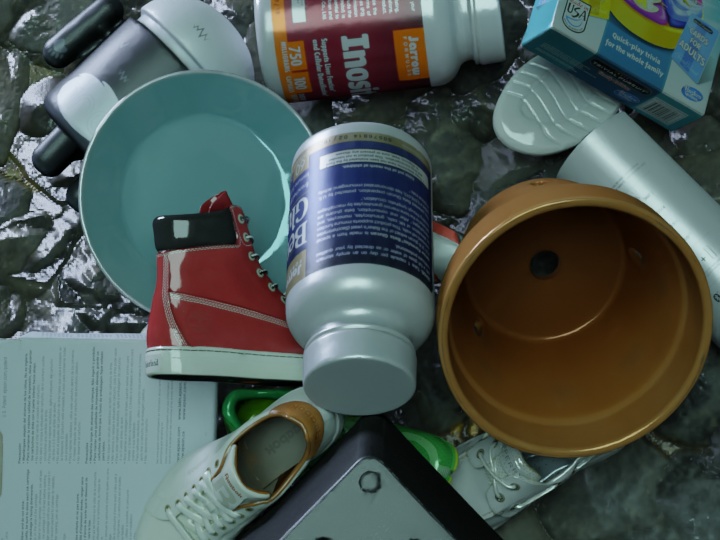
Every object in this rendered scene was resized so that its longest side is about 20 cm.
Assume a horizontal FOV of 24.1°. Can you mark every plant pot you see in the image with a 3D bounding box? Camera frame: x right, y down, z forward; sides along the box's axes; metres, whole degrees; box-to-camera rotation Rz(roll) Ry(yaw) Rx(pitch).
[{"bbox_3d":[0.008,0.225,1.166,0.200,0.177,0.200,-44,82,-7],"label":"plant pot"},{"bbox_3d":[0.148,0.019,1.257,0.198,0.140,0.202,-1,111,-4],"label":"plant pot"}]

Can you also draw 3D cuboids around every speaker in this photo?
[{"bbox_3d":[0.248,-0.031,1.332,0.081,0.081,0.200,-42,73,-5],"label":"speaker"}]

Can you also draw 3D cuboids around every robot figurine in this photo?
[{"bbox_3d":[-0.180,-0.136,1.397,0.200,0.150,0.125,-44,44,-5],"label":"robot figurine"}]

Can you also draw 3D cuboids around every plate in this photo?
[{"bbox_3d":[-0.123,-0.057,1.332,0.198,0.026,0.202,1,87,-12],"label":"plate"}]

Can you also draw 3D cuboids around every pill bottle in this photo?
[{"bbox_3d":[0.017,-0.204,1.393,0.198,0.113,0.114,-6,73,6],"label":"pill bottle"},{"bbox_3d":[0.000,0.000,1.246,0.110,0.111,0.202,-4,55,6],"label":"pill bottle"}]

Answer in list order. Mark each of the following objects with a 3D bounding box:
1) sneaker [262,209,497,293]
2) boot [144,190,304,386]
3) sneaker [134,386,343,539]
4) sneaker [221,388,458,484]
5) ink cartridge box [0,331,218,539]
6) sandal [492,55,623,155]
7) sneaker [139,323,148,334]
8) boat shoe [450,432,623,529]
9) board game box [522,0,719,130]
[{"bbox_3d":[0.009,0.003,1.362,0.200,0.067,0.109,22,79,16],"label":"sneaker"},{"bbox_3d":[-0.069,0.016,1.292,0.198,0.072,0.146,8,78,-33],"label":"boot"},{"bbox_3d":[-0.103,0.158,1.241,0.200,0.085,0.073,-44,85,16],"label":"sneaker"},{"bbox_3d":[-0.023,0.138,1.306,0.198,0.084,0.075,11,74,21],"label":"sneaker"},{"bbox_3d":[-0.210,0.147,1.304,0.198,0.043,0.199,2,94,-9],"label":"ink cartridge box"},{"bbox_3d":[0.188,-0.157,1.393,0.082,0.050,0.202,43,69,13],"label":"sandal"},{"bbox_3d":[-0.158,0.074,1.366,0.200,0.072,0.073,-43,91,-6],"label":"sneaker"},{"bbox_3d":[0.119,0.147,1.303,0.199,0.069,0.071,-31,76,-1],"label":"boat shoe"},{"bbox_3d":[0.226,-0.238,1.355,0.150,0.047,0.202,26,68,-20],"label":"board game box"}]
